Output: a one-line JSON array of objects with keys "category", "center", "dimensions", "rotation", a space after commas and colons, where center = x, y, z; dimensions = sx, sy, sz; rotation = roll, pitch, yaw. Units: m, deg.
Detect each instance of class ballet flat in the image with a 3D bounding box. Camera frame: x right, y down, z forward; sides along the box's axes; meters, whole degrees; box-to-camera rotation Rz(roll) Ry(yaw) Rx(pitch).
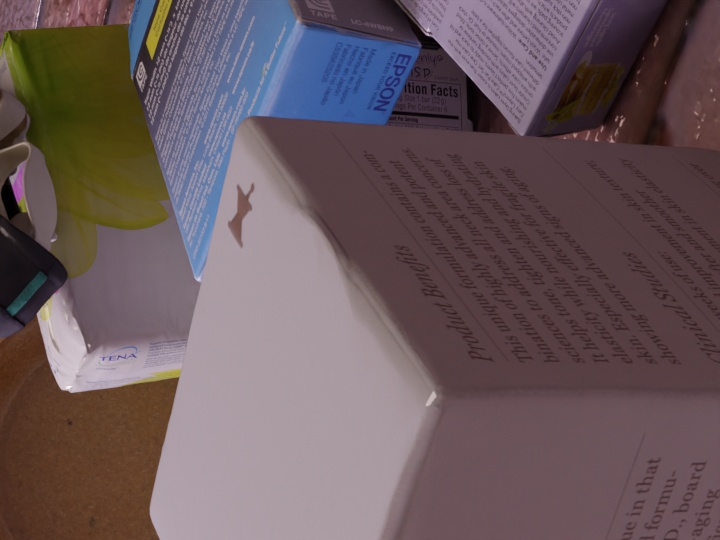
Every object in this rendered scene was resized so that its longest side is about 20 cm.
[{"category": "ballet flat", "center": [-0.192, -0.051, 0.911], "dimensions": [0.201, 0.072, 0.073], "rotation": [62, 141, 40]}]

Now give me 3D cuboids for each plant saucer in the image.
[{"category": "plant saucer", "center": [-0.131, 0.109, 0.997], "dimensions": [0.035, 0.198, 0.202], "rotation": [155, 115, -78]}]

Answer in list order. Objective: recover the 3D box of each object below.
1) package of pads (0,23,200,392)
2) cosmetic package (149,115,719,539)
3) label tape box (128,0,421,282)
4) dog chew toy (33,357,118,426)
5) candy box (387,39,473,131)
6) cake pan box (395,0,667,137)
[{"category": "package of pads", "center": [-0.112, -0.040, 0.975], "dimensions": [0.068, 0.153, 0.202], "rotation": [-54, 49, 55]}, {"category": "cosmetic package", "center": [0.057, 0.062, 0.598], "dimensions": [0.168, 0.198, 0.168], "rotation": [-125, 44, -52]}, {"category": "label tape box", "center": [-0.051, -0.109, 0.854], "dimensions": [0.201, 0.066, 0.144], "rotation": [-111, 37, -46]}, {"category": "dog chew toy", "center": [-0.153, 0.016, 1.077], "dimensions": [0.124, 0.124, 0.202], "rotation": [-36, 35, 58]}, {"category": "candy box", "center": [0.000, 0.000, 0.875], "dimensions": [0.136, 0.060, 0.202], "rotation": [-17, 73, 62]}, {"category": "cake pan box", "center": [0.060, -0.185, 0.723], "dimensions": [0.200, 0.052, 0.185], "rotation": [51, 133, 31]}]
